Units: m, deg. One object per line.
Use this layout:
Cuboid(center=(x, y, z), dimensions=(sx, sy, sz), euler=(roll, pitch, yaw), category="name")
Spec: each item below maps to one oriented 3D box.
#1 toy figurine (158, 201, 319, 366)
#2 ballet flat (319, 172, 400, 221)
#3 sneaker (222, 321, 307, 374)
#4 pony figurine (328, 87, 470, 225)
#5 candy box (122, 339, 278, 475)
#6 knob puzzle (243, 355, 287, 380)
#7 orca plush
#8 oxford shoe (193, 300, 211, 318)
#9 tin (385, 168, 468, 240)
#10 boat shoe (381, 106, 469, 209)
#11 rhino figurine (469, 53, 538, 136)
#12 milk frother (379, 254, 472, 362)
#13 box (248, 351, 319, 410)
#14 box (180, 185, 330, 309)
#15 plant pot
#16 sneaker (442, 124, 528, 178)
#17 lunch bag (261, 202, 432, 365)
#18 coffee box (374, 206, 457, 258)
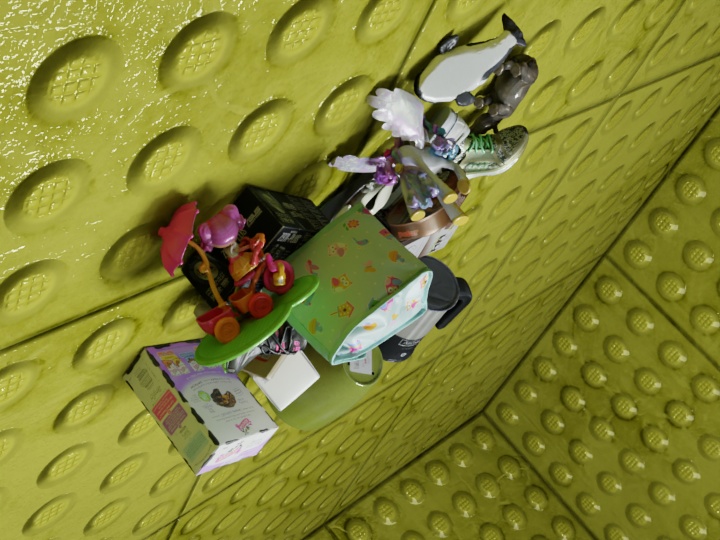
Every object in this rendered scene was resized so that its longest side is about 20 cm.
Cuboid(center=(-0.175, -0.009, 1.323), dimensions=(0.199, 0.186, 0.150), euler=(-35, -160, -16), category="toy figurine")
Cuboid(center=(-0.009, -0.100, 1.630), dimensions=(0.200, 0.073, 0.073), euler=(-43, 162, -2), category="ballet flat")
Cuboid(center=(-0.123, 0.092, 1.517), dimensions=(0.199, 0.084, 0.077), euler=(-36, 160, -22), category="sneaker")
Cuboid(center=(0.073, -0.168, 1.528), dimensions=(0.191, 0.202, 0.167), euler=(2, 141, -44), category="pony figurine")
Cuboid(center=(-0.249, 0.209, 1.596), dimensions=(0.072, 0.200, 0.167), euler=(-49, 160, 20), category="candy box")
Cuboid(center=(-0.128, 0.085, 1.659), dimensions=(0.218, 0.030, 0.221), euler=(-36, -150, 24), category="knob puzzle")
Cuboid(center=(0.152, -0.322, 1.548), dimensions=(0.200, 0.071, 0.105), euler=(-47, 118, -10), category="orca plush")
Cuboid(center=(-0.206, 0.054, 1.579), dimensions=(0.200, 0.074, 0.071), euler=(-34, 149, -85), category="oxford shoe")
Cuboid(center=(0.113, -0.111, 1.691), dimensions=(0.200, 0.110, 0.042), euler=(-52, 131, -49), category="tin")
Cuboid(center=(0.110, -0.170, 1.688), dimensions=(0.086, 0.075, 0.203), euler=(35, 98, -27), category="boat shoe")
Cuboid(center=(0.243, -0.294, 1.760), dimensions=(0.087, 0.060, 0.201), euler=(-23, 154, -42), category="rhino figurine")
Cuboid(center=(0.087, 0.029, 1.885), dimensions=(0.179, 0.201, 0.189), euler=(-23, 160, -39), category="milk frother")
Cuboid(center=(-0.148, 0.159, 1.734), dimensions=(0.095, 0.078, 0.200), euler=(-39, -163, -7), category="box")
Cuboid(center=(-0.141, -0.027, 1.491), dimensions=(0.164, 0.086, 0.199), euler=(-49, 161, 15), category="box")
Cuboid(center=(-0.053, 0.185, 1.863), dimensions=(0.186, 0.190, 0.199), euler=(-27, -178, -39), category="plant pot")
Cuboid(center=(0.197, -0.208, 1.767), dimensions=(0.197, 0.078, 0.089), euler=(-23, 147, 11), category="sneaker")
Cuboid(center=(-0.021, 0.030, 1.459), dimensions=(0.199, 0.170, 0.123), euler=(-35, 152, -23), category="lunch bag")
Cuboid(center=(0.072, -0.080, 1.778), dimensions=(0.199, 0.113, 0.080), euler=(-23, 154, -47), category="coffee box")
